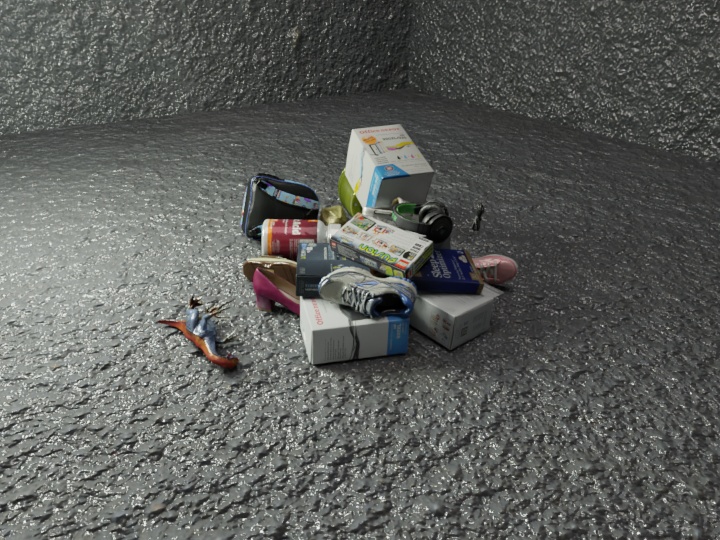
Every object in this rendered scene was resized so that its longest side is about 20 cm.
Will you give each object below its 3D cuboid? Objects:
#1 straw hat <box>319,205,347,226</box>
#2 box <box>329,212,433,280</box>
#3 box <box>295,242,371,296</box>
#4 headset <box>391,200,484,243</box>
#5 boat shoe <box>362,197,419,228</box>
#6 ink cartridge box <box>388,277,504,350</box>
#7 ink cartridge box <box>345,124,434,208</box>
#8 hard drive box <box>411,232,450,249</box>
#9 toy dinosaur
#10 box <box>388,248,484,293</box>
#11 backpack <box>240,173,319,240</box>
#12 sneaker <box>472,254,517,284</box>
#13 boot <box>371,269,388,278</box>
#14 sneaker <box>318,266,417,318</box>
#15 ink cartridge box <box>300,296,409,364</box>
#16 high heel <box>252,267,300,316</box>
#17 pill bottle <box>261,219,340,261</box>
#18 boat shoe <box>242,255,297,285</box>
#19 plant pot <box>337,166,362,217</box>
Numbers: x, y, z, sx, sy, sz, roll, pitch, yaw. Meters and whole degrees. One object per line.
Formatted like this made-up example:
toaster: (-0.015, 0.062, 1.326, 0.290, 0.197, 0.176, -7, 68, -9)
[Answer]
straw hat: (-0.079, -0.141, 1.586, 0.198, 0.086, 0.202, 2, 27, -1)
box: (0.043, -0.052, 1.176, 0.198, 0.035, 0.110, 25, 52, 30)
box: (-0.061, -0.006, 1.206, 0.155, 0.052, 0.200, 2, 24, -4)
headset: (0.170, -0.121, 1.217, 0.197, 0.095, 0.124, 10, 27, -5)
boat shoe: (0.096, -0.137, 1.301, 0.198, 0.070, 0.071, -11, 19, -24)
ink cartridge box: (0.185, 0.068, 1.217, 0.174, 0.085, 0.199, -18, 34, -37)
ink cartridge box: (0.066, -0.247, 1.390, 0.145, 0.146, 0.201, -10, 51, -21)
hard drive box: (0.107, -0.070, 1.335, 0.154, 0.078, 0.200, -7, 20, -15)
toy dinosaur: (-0.304, 0.137, 1.099, 0.199, 0.105, 0.183, -32, 40, 14)
box: (0.155, -0.003, 1.187, 0.197, 0.033, 0.122, 2, 37, -12)
backpack: (-0.221, -0.168, 1.536, 0.197, 0.185, 0.134, 6, 8, -21)
sneaker: (0.277, 0.009, 1.344, 0.198, 0.076, 0.105, 5, 22, 21)
boot: (0.000, -0.001, 1.362, 0.199, 0.072, 0.144, -7, 23, -24)
sneaker: (0.014, 0.047, 1.072, 0.197, 0.078, 0.086, 4, 31, 1)
ink cartridge box: (-0.017, 0.106, 1.127, 0.197, 0.085, 0.145, -5, 29, -14)
high heel: (-0.139, 0.045, 1.220, 0.197, 0.097, 0.068, 7, 28, 9)
pill bottle: (-0.149, -0.073, 1.422, 0.197, 0.116, 0.115, 1, 28, -3)
boat shoe: (-0.184, -0.002, 1.334, 0.200, 0.076, 0.075, 14, 24, 22)
plant pot: (0.032, -0.212, 1.584, 0.197, 0.203, 0.193, 1, 22, -2)
